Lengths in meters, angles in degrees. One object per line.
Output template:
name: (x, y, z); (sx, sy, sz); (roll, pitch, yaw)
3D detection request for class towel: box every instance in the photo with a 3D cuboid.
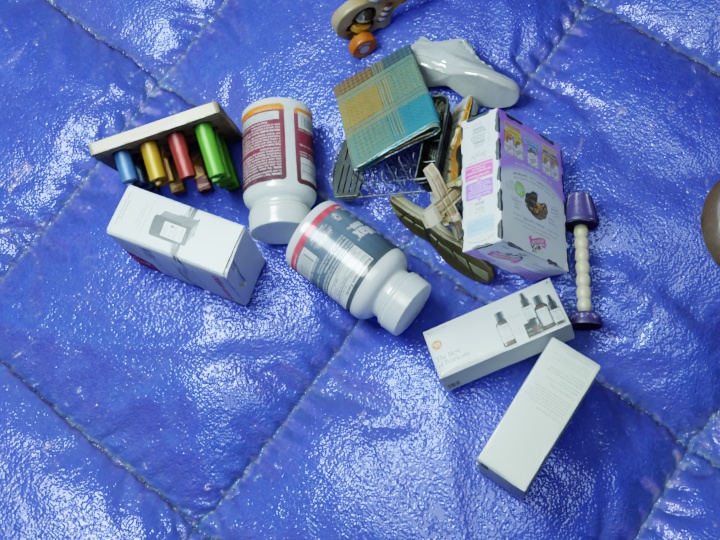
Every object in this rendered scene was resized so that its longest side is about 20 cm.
towel: (0.037, -0.247, 1.491); (0.146, 0.022, 0.201); (-26, 47, 13)

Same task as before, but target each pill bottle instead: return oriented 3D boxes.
pill bottle: (0.000, 0.000, 1.437); (0.199, 0.120, 0.120); (37, 80, 16)
pill bottle: (-0.125, -0.151, 1.506); (0.113, 0.114, 0.202); (-5, 71, 6)

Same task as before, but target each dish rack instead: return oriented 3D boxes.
dish rack: (0.042, -0.180, 1.489); (0.198, 0.055, 0.155); (-3, 58, 28)

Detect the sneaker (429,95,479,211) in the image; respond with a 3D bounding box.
sneaker: (0.159, -0.175, 1.505); (0.077, 0.078, 0.202); (20, 66, -18)

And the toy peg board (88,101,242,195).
toy peg board: (-0.279, -0.159, 1.495); (0.197, 0.200, 0.099); (-19, 85, 1)

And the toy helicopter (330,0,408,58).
toy helicopter: (0.042, -0.436, 1.566); (0.199, 0.132, 0.079); (-28, 70, -2)

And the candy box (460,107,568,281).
candy box: (0.220, -0.104, 1.406); (0.071, 0.167, 0.202); (-17, 63, 41)

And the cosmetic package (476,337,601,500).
cosmetic package: (0.242, 0.204, 1.343); (0.081, 0.113, 0.201); (30, 80, 16)

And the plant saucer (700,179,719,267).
plant saucer: (0.599, -0.070, 1.425); (0.198, 0.035, 0.203); (-2, 73, 6)

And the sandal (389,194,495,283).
sandal: (0.128, -0.059, 1.466); (0.200, 0.081, 0.054); (40, 73, 22)

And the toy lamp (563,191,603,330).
toy lamp: (0.322, -0.016, 1.433); (0.057, 0.058, 0.202); (1, 73, 8)

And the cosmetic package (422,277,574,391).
cosmetic package: (0.195, 0.091, 1.398); (0.198, 0.051, 0.083); (-24, 54, 6)

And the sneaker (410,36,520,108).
sneaker: (0.166, -0.324, 1.551); (0.198, 0.075, 0.089); (21, 64, 15)

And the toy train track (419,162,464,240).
toy train track: (0.153, -0.121, 1.414); (0.200, 0.032, 0.115); (-43, 112, -40)

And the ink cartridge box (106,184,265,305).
ink cartridge box: (-0.254, -0.036, 1.469); (0.198, 0.145, 0.084); (20, 75, 13)
